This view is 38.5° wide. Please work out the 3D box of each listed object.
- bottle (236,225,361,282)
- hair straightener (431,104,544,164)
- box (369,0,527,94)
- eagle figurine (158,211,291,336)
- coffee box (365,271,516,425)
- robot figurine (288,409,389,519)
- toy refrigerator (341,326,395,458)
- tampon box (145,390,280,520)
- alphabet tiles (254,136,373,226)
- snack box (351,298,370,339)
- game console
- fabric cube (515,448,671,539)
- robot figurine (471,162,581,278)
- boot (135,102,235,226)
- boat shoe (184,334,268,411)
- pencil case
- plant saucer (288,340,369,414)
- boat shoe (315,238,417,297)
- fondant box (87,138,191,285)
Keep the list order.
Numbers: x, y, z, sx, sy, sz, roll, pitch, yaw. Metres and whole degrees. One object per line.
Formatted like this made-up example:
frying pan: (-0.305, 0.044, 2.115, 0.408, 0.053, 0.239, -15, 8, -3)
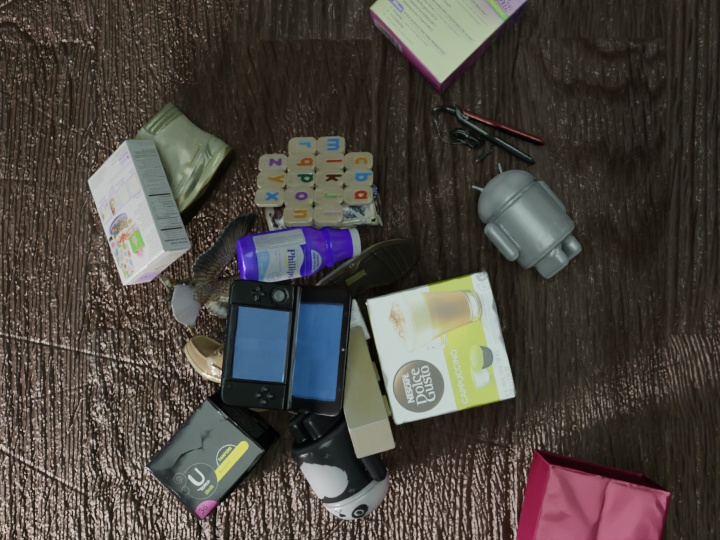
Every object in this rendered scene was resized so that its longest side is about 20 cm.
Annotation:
bottle: (-0.099, -0.030, 1.671, 0.198, 0.084, 0.066, -10, 43, -13)
hair straightener: (0.207, -0.223, 1.745, 0.199, 0.041, 0.077, 24, 89, 4)
box: (0.146, -0.434, 1.729, 0.200, 0.097, 0.176, -44, 86, 2)
eagle figurine: (-0.233, 0.009, 1.722, 0.199, 0.152, 0.152, -23, 67, 7)
coffee box: (0.126, 0.123, 1.658, 0.196, 0.200, 0.201, -13, 87, 3)
robot figurine: (-0.037, 0.312, 1.688, 0.124, 0.150, 0.201, -31, 101, -4)
toy refrigerator: (0.001, 0.189, 1.633, 0.069, 0.076, 0.201, -15, 43, -2)
tampon box: (-0.233, 0.292, 1.673, 0.126, 0.200, 0.150, 41, 91, 4)
alphabet tiles: (-0.076, -0.150, 1.713, 0.194, 0.015, 0.201, -2, 49, 3)
snack box: (-0.087, 0.117, 1.725, 0.199, 0.024, 0.072, -22, 89, 2)
game console: (-0.117, 0.117, 1.596, 0.171, 0.119, 0.202, 7, 84, -20)
fabric cube: (0.361, 0.413, 1.639, 0.198, 0.196, 0.201, 13, 87, 4)
robot figurine: (0.273, -0.084, 1.701, 0.200, 0.113, 0.169, 48, 53, 3)
boot: (-0.329, -0.169, 1.760, 0.154, 0.072, 0.201, 37, 93, 7)
boat shoe: (-0.213, 0.154, 1.712, 0.199, 0.071, 0.065, 31, 126, 28)
pencil case: (-0.062, -0.094, 1.732, 0.198, 0.090, 0.078, -13, 124, 2)
plant saucer: (-0.083, 0.145, 1.753, 0.198, 0.034, 0.202, 0, 89, 3)
boat shoe: (0.000, 0.000, 1.735, 0.199, 0.076, 0.072, -24, 101, -20)
fondant box: (-0.370, -0.096, 1.714, 0.144, 0.058, 0.201, -32, 73, 43)
